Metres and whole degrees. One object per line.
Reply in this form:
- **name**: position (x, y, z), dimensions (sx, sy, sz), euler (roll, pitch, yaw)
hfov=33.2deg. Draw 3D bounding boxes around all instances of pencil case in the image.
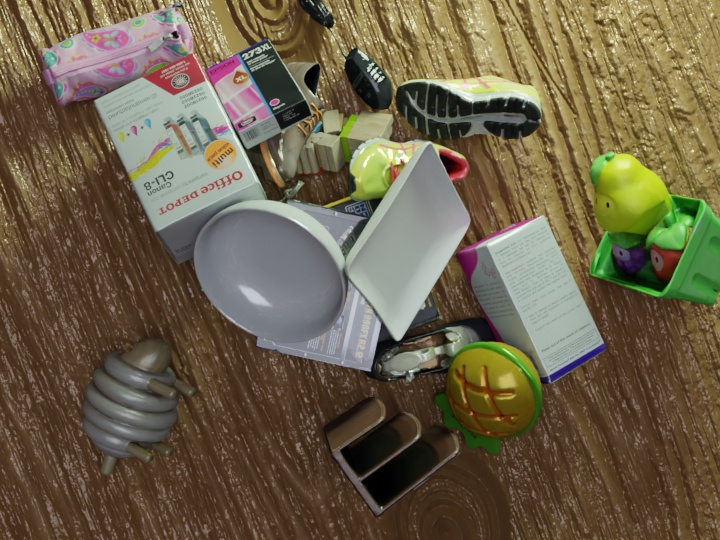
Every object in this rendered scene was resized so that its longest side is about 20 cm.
- **pencil case**: position (-0.316, -0.282, 1.586), dimensions (0.200, 0.087, 0.088), euler (-18, 93, -3)

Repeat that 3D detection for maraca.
- **maraca**: position (0.167, 0.170, 1.598), dimensions (0.137, 0.200, 0.107), euler (44, 50, 13)

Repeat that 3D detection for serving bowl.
- **serving bowl**: position (-0.103, -0.008, 1.497), dimensions (0.200, 0.066, 0.200), euler (11, 127, 14)

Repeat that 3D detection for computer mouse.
- **computer mouse**: position (-0.017, -0.302, 1.626), dimensions (0.034, 0.059, 0.200), euler (-35, 90, -19)

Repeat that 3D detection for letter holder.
- **letter holder**: position (0.040, 0.219, 1.573), dimensions (0.142, 0.200, 0.101), euler (-35, 94, -3)

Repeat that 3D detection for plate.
- **plate**: position (0.056, -0.036, 1.527), dimensions (0.032, 0.200, 0.200), euler (22, 72, 31)

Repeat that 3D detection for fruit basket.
- **fruit basket**: position (0.368, -0.054, 1.586), dimensions (0.215, 0.216, 0.156), euler (25, 90, -5)

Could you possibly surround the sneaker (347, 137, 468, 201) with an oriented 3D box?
- **sneaker**: position (0.064, -0.131, 1.565), dimensions (0.200, 0.090, 0.078), euler (-21, 119, -44)

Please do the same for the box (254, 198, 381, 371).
- **box**: position (-0.042, 0.019, 1.588), dimensions (0.158, 0.048, 0.200), euler (12, 92, -5)

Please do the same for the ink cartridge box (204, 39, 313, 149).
- **ink cartridge box**: position (-0.138, -0.240, 1.558), dimensions (0.095, 0.200, 0.037), euler (-27, 133, -3)

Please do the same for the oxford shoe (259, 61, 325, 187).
- **oxford shoe**: position (-0.087, -0.197, 1.563), dimensions (0.073, 0.071, 0.200), euler (-11, 55, 18)

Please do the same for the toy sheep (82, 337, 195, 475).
- **toy sheep**: position (-0.299, 0.180, 1.583), dimensions (0.138, 0.138, 0.200), euler (23, 95, -5)

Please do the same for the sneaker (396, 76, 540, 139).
- **sneaker**: position (0.148, -0.225, 1.627), dimensions (0.200, 0.090, 0.078), euler (11, 125, 13)

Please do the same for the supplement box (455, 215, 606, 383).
- **supplement box**: position (0.226, 0.041, 1.619), dimensions (0.103, 0.101, 0.200), euler (-28, 95, -20)

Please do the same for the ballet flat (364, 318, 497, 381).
- **ballet flat**: position (0.101, 0.112, 1.640), dimensions (0.200, 0.073, 0.073), euler (-12, 93, -4)

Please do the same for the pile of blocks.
- **pile of blocks**: position (-0.051, -0.164, 1.631), dimensions (0.200, 0.082, 0.062), euler (-8, 136, 5)

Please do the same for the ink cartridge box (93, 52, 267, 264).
- **ink cartridge box**: position (-0.221, -0.138, 1.541), dimensions (0.145, 0.145, 0.200), euler (-27, 75, -4)

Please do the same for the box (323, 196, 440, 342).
- **box**: position (0.000, 0.000, 1.639), dimensions (0.160, 0.049, 0.200), euler (-20, 93, -5)

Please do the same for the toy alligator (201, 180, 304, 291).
- **toy alligator**: position (-0.160, -0.059, 1.617), dimensions (0.054, 0.059, 0.200), euler (41, 88, -5)
